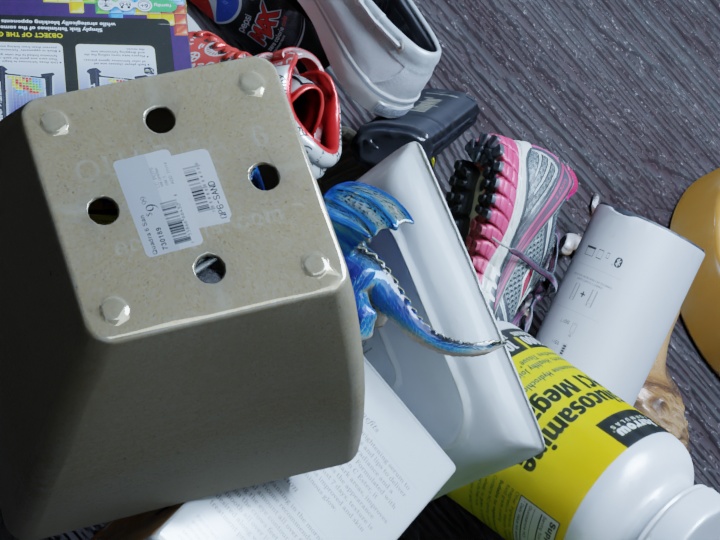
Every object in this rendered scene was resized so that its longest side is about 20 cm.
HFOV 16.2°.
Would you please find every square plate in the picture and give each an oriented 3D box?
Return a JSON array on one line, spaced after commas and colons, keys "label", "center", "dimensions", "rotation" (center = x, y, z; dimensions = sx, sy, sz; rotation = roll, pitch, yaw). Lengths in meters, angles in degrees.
[{"label": "square plate", "center": [0.009, 0.048, 1.538], "dimensions": [0.028, 0.200, 0.199], "rotation": [-16, 80, -39]}]

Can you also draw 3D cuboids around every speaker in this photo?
[{"label": "speaker", "center": [0.149, 0.061, 1.665], "dimensions": [0.081, 0.081, 0.200], "rotation": [26, 88, -27]}]

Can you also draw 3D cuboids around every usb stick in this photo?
[{"label": "usb stick", "center": [0.038, -0.095, 1.674], "dimensions": [0.200, 0.055, 0.033], "rotation": [-41, 129, -74]}]

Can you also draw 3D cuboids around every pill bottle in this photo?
[{"label": "pill bottle", "center": [0.130, 0.125, 1.547], "dimensions": [0.200, 0.113, 0.112], "rotation": [35, 38, 30]}]

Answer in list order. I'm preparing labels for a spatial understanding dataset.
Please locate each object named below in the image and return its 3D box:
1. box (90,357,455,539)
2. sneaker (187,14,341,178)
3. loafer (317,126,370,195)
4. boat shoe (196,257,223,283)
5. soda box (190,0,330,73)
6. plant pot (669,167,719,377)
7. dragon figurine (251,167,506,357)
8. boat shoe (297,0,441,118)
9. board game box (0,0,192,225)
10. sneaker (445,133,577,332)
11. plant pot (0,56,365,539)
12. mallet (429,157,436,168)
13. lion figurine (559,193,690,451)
[{"label": "box", "center": [-0.069, 0.154, 1.455], "dimensions": [0.106, 0.152, 0.200], "rotation": [50, 47, -6]}, {"label": "sneaker", "center": [-0.072, -0.115, 1.580], "dimensions": [0.067, 0.108, 0.202], "rotation": [30, 31, -43]}, {"label": "loafer", "center": [0.000, 0.000, 1.646], "dimensions": [0.068, 0.076, 0.200], "rotation": [52, 21, -62]}, {"label": "boat shoe", "center": [-0.127, 0.051, 1.518], "dimensions": [0.071, 0.064, 0.200], "rotation": [46, 48, -12]}, {"label": "soda box", "center": [-0.088, -0.215, 1.679], "dimensions": [0.200, 0.063, 0.071], "rotation": [40, 50, -16]}, {"label": "plant pot", "center": [0.361, -0.015, 1.867], "dimensions": [0.200, 0.183, 0.201], "rotation": [18, 59, -32]}, {"label": "dragon figurine", "center": [-0.009, -0.014, 1.456], "dimensions": [0.059, 0.200, 0.100], "rotation": [-22, 128, -57]}, {"label": "boat shoe", "center": [-0.008, -0.192, 1.619], "dimensions": [0.072, 0.069, 0.200], "rotation": [8, 47, -40]}, {"label": "board game box", "center": [-0.195, -0.084, 1.467], "dimensions": [0.199, 0.057, 0.166], "rotation": [1, 57, -13]}, {"label": "sneaker", "center": [0.090, 0.015, 1.656], "dimensions": [0.075, 0.081, 0.200], "rotation": [14, 94, -28]}, {"label": "plant pot", "center": [-0.102, -0.001, 1.307], "dimensions": [0.200, 0.177, 0.200], "rotation": [-12, 69, -19]}, {"label": "mallet", "center": [0.034, -0.055, 1.630], "dimensions": [0.200, 0.041, 0.066], "rotation": [-88, 159, -65]}, {"label": "lion figurine", "center": [0.189, 0.051, 1.767], "dimensions": [0.122, 0.072, 0.200], "rotation": [24, 63, -12]}]
